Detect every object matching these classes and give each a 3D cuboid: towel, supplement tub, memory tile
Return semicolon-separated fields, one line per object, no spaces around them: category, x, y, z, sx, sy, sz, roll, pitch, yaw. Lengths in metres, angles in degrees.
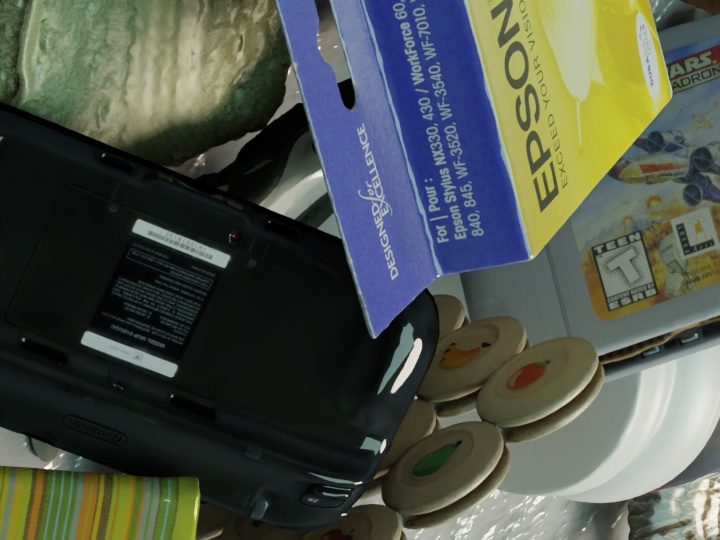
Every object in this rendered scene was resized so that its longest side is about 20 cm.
towel;-0.157;0.096;0.887;0.200;0.018;0.086;7;119;-13
supplement tub;0.130;0.030;1.198;0.200;0.140;0.140;-6;125;-51
memory tile;-0.005;0.062;1.016;0.153;0.200;0.017;-39;114;-18
towel;-0.070;-0.114;0.891;0.148;0.036;0.200;-26;139;-39

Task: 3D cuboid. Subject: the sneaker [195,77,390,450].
sneaker;0.000;0.000;0.978;0.200;0.076;0.115;-32;112;-28

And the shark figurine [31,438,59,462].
shark figurine;-0.042;0.032;1.025;0.214;0.089;0.128;-13;132;-45

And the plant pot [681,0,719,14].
plant pot;0.251;-0.156;1.122;0.187;0.200;0.187;-34;143;-30

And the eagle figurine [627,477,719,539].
eagle figurine;0.205;0.127;1.419;0.152;0.151;0.200;-2;133;-41

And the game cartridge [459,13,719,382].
game cartridge;0.132;-0.034;1.070;0.200;0.133;0.042;-20;155;13

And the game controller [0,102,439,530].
game controller;-0.075;0.017;0.885;0.200;0.042;0.104;22;100;-15

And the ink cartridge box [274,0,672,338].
ink cartridge box;0.037;-0.109;0.894;0.200;0.047;0.198;-49;129;-54
